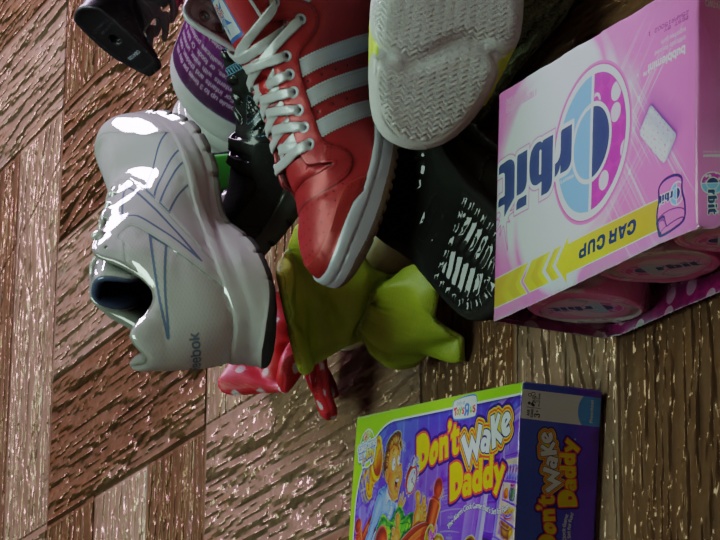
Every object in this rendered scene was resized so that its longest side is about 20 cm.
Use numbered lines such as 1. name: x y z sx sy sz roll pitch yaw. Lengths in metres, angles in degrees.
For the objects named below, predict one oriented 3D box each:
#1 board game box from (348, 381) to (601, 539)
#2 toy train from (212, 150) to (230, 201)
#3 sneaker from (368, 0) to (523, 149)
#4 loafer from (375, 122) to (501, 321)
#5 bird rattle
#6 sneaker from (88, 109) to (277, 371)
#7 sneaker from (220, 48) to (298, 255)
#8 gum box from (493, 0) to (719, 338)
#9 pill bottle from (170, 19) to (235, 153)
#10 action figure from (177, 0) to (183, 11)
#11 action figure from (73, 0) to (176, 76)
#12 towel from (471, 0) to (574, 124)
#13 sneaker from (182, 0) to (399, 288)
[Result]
1. board game box: 0.053 0.134 1.469 0.200 0.045 0.135 161 115 -65
2. toy train: -0.075 -0.006 1.741 0.200 0.042 0.057 91 172 -62
3. sneaker: 0.045 -0.157 1.474 0.105 0.075 0.201 -177 102 -81
4. loafer: 0.054 -0.031 1.483 0.073 0.071 0.200 -63 33 24
5. bird rattle: 0.000 0.000 1.623 0.200 0.112 0.164 146 141 -77
6. sneaker: -0.112 -0.020 1.566 0.200 0.087 0.075 -122 28 -47
7. sneaker: -0.045 -0.094 1.605 0.201 0.082 0.073 -63 5 15
8. gum box: 0.133 -0.048 1.310 0.200 0.066 0.114 151 124 -62
9. pill bottle: -0.047 -0.140 1.710 0.112 0.112 0.200 -108 35 -46
10. action figure: -0.083 -0.168 1.781 0.201 0.065 0.052 88 161 -44
11. action figure: -0.098 -0.205 1.569 0.130 0.069 0.200 -50 15 49
12. towel: 0.076 -0.172 1.527 0.200 0.036 0.149 128 144 -52
13. sneaker: -0.038 -0.094 1.482 0.071 0.112 0.201 -36 43 56
